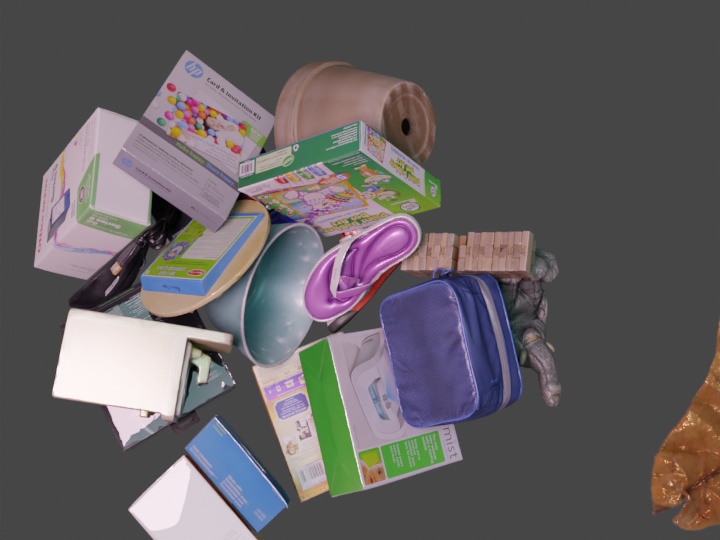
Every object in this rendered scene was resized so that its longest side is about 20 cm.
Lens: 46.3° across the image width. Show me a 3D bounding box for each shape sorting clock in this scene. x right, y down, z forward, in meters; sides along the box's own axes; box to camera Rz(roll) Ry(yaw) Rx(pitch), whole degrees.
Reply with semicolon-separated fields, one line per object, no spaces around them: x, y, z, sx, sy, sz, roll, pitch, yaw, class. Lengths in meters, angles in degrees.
-0.199;-0.017;1.086;0.199;0.199;0.040;-39;122;-12;shape sorting clock

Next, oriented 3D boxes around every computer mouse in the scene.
-0.319;0.002;1.137;0.199;0.141;0.046;-40;102;6;computer mouse

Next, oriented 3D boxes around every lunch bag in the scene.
0.121;0.095;1.108;0.131;0.134;0.205;-3;79;-50;lunch bag

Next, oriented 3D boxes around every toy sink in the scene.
-0.264;0.126;1.048;0.196;0.130;0.115;10;79;-9;toy sink

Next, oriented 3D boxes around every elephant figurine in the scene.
0.226;0.076;1.235;0.139;0.155;0.204;-4;108;25;elephant figurine

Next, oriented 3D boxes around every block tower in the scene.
0.147;-0.021;1.160;0.197;0.057;0.055;1;80;34;block tower

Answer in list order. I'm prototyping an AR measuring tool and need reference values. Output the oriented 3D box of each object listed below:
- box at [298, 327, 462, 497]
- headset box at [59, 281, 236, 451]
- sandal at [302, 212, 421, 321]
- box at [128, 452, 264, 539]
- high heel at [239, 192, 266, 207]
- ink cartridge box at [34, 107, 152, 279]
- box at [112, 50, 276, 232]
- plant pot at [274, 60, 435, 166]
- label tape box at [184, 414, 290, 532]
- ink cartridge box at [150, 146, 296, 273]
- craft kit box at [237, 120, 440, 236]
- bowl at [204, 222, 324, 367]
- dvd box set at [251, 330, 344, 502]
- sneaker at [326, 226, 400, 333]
0.027;0.187;1.162;0.174;0.096;0.204;-6;76;-33;box
-0.283;0.127;1.158;0.172;0.093;0.202;-30;86;-13;headset box
-0.005;-0.006;1.145;0.202;0.050;0.083;-42;97;14;sandal
-0.201;0.351;1.115;0.097;0.124;0.200;-42;89;-13;box
-0.197;-0.155;1.188;0.094;0.067;0.204;-14;75;-23;high heel
-0.354;-0.095;1.117;0.086;0.199;0.148;15;60;-34;ink cartridge box
-0.210;-0.172;1.105;0.155;0.041;0.202;35;48;-18;box
0.005;-0.195;1.177;0.198;0.172;0.205;-7;99;-44;plant pot
-0.161;0.263;1.098;0.066;0.200;0.144;-41;88;-11;label tape box
-0.198;-0.086;1.236;0.197;0.043;0.202;-34;87;-14;ink cartridge box
-0.025;-0.113;1.107;0.197;0.196;0.050;-13;69;33;craft kit box
-0.142;0.022;1.165;0.103;0.201;0.204;16;76;26;bowl
-0.056;0.207;1.210;0.144;0.029;0.203;-21;83;-12;dvd box set
-0.010;-0.012;1.238;0.108;0.067;0.202;42;73;-2;sneaker
